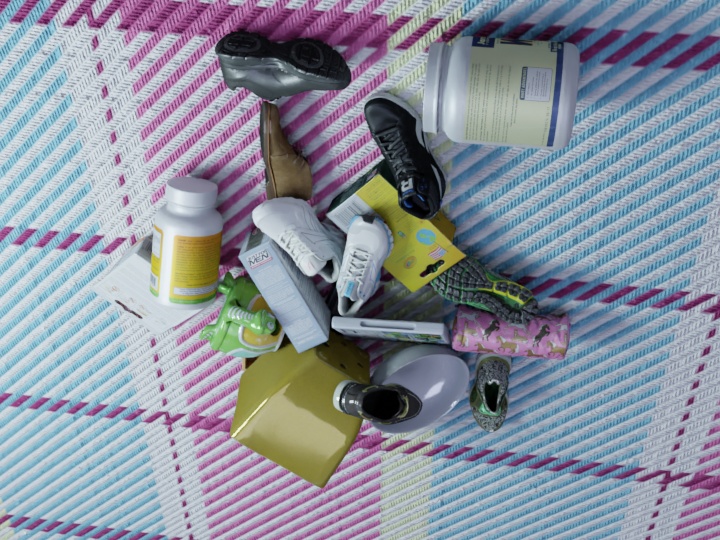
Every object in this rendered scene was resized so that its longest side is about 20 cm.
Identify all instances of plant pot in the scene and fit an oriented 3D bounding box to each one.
[{"bbox_3d":[-0.084,0.212,1.713,0.194,0.196,0.200,33,112,-16],"label":"plant pot"}]

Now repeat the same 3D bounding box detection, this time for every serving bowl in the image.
[{"bbox_3d":[0.093,0.200,1.757,0.200,0.066,0.200,-15,136,-15],"label":"serving bowl"}]

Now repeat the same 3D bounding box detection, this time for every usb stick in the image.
[{"bbox_3d":[-0.026,0.040,1.698,0.055,0.033,0.200,16,131,-11],"label":"usb stick"}]

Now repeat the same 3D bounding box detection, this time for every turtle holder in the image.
[{"bbox_3d":[-0.189,0.077,1.683,0.132,0.141,0.186,23,143,-9],"label":"turtle holder"}]

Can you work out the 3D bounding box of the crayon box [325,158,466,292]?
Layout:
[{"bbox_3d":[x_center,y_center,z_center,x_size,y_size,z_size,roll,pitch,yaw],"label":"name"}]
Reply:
[{"bbox_3d":[0.060,-0.068,1.570,0.200,0.051,0.127,43,125,-18],"label":"crayon box"}]

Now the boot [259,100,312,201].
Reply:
[{"bbox_3d":[-0.116,-0.180,1.516,0.075,0.074,0.200,-6,137,-1],"label":"boot"}]

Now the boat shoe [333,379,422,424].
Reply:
[{"bbox_3d":[0.042,0.224,1.633,0.060,0.072,0.201,12,179,43],"label":"boat shoe"}]

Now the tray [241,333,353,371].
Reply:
[{"bbox_3d":[-0.117,0.157,1.811,0.200,0.037,0.099,10,131,4],"label":"tray"}]

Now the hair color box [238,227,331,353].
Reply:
[{"bbox_3d":[-0.122,0.026,1.633,0.061,0.099,0.200,-24,112,12],"label":"hair color box"}]

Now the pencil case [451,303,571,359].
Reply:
[{"bbox_3d":[0.255,0.104,1.657,0.199,0.087,0.083,5,153,7],"label":"pencil case"}]

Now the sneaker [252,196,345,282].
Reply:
[{"bbox_3d":[-0.089,-0.044,1.562,0.078,0.100,0.200,-34,138,28],"label":"sneaker"}]

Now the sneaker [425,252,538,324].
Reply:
[{"bbox_3d":[0.195,0.029,1.614,0.200,0.085,0.078,30,95,7],"label":"sneaker"}]

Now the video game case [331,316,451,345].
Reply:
[{"bbox_3d":[0.057,0.102,1.659,0.182,0.022,0.200,3,171,9],"label":"video game case"}]

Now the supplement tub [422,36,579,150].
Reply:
[{"bbox_3d":[0.190,-0.243,1.342,0.199,0.145,0.145,5,130,7],"label":"supplement tub"}]

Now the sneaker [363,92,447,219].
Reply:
[{"bbox_3d":[0.068,-0.162,1.455,0.073,0.112,0.200,-23,122,26],"label":"sneaker"}]

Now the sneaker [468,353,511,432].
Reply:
[{"bbox_3d":[0.231,0.233,1.769,0.077,0.089,0.200,2,130,9],"label":"sneaker"}]

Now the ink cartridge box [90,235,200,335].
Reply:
[{"bbox_3d":[-0.373,0.032,1.767,0.162,0.050,0.200,38,144,-21],"label":"ink cartridge box"}]

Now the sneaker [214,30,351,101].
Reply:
[{"bbox_3d":[-0.109,-0.287,1.424,0.200,0.076,0.091,13,141,9],"label":"sneaker"}]

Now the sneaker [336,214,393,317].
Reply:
[{"bbox_3d":[0.000,0.000,1.553,0.075,0.087,0.200,18,136,11],"label":"sneaker"}]

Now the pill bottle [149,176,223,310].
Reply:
[{"bbox_3d":[-0.282,-0.046,1.605,0.111,0.111,0.200,10,112,3],"label":"pill bottle"}]
